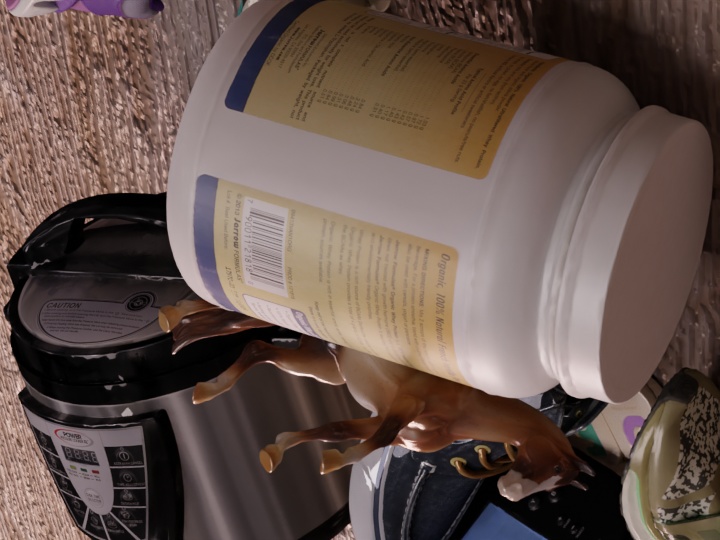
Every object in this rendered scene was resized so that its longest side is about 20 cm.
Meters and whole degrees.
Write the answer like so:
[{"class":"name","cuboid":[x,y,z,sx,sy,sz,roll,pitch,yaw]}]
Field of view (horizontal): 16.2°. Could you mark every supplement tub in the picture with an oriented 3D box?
[{"class":"supplement tub","cuboid":[0.035,-0.029,1.073,0.200,0.144,0.144,17,138,22]}]

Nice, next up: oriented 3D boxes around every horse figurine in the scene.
[{"class":"horse figurine","cuboid":[-0.005,0.046,1.131,0.200,0.133,0.050,36,129,45]}]

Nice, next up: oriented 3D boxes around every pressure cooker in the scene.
[{"class":"pressure cooker","cuboid":[-0.094,0.046,1.351,0.179,0.176,0.200,-116,7,-60]}]

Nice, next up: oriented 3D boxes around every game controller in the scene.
[{"class":"game controller","cuboid":[0.053,0.171,1.224,0.042,0.200,0.104,40,174,-32]}]

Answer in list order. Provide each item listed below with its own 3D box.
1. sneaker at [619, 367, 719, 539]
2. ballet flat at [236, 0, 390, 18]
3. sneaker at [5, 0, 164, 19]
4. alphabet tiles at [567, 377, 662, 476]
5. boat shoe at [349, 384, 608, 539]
[{"class":"sneaker","cuboid":[0.183,0.125,1.151,0.089,0.077,0.200,7,134,37]},{"class":"ballet flat","cuboid":[-0.019,-0.127,1.157,0.064,0.076,0.200,39,151,11]},{"class":"sneaker","cuboid":[-0.095,-0.188,1.207,0.200,0.088,0.081,-49,34,43]},{"class":"alphabet tiles","cuboid":[0.079,0.054,1.267,0.200,0.015,0.196,-5,118,57]},{"class":"boat shoe","cuboid":[0.061,0.071,1.183,0.091,0.071,0.200,33,120,32]}]
